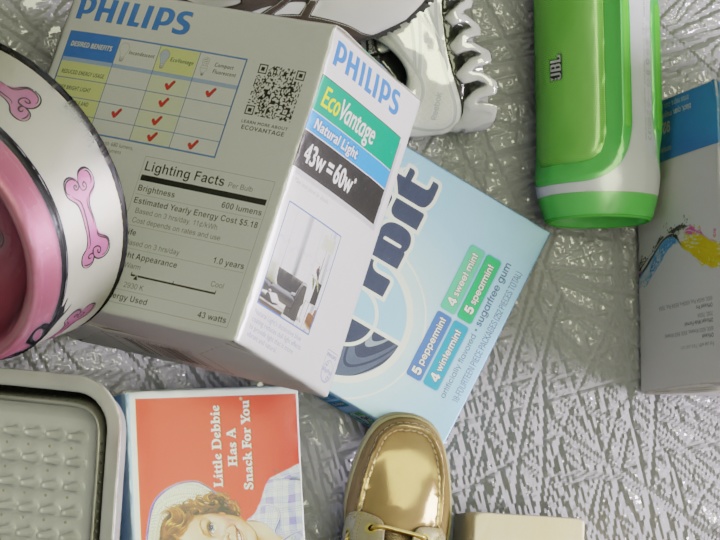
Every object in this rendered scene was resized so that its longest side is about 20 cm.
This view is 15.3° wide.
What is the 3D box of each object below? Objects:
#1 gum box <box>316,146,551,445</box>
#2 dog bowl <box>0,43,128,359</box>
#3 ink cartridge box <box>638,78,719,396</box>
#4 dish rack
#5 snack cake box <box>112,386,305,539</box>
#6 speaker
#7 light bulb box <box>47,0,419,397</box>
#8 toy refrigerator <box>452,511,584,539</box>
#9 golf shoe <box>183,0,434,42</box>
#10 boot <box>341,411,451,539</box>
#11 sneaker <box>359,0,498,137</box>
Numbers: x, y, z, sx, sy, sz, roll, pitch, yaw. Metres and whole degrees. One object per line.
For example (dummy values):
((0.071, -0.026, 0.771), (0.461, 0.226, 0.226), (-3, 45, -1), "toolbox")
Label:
((0.000, 0.000, 1.751), (0.200, 0.045, 0.170), (31, 77, -12), "gum box")
((-0.236, -0.033, 1.536), (0.200, 0.200, 0.074), (52, 40, -6), "dog bowl")
((0.277, -0.016, 1.787), (0.147, 0.145, 0.200), (2, 84, -17), "ink cartridge box")
((-0.210, 0.156, 1.565), (0.171, 0.044, 0.200), (4, 90, 24), "dish rack")
((-0.096, 0.175, 1.691), (0.115, 0.067, 0.200), (-1, 84, -16), "snack cake box")
((0.157, -0.131, 1.793), (0.088, 0.088, 0.200), (1, 84, -18), "speaker")
((-0.097, -0.050, 1.634), (0.125, 0.198, 0.200), (36, 70, -58), "light bulb box")
((0.098, 0.260, 1.744), (0.076, 0.070, 0.200), (4, 83, -10), "toy refrigerator")
((-0.048, -0.187, 1.703), (0.200, 0.094, 0.078), (-3, 82, 0), "golf shoe")
((0.020, 0.193, 1.664), (0.073, 0.155, 0.200), (12, 92, -3), "boot")
((0.031, -0.184, 1.770), (0.081, 0.075, 0.200), (-13, 88, -10), "sneaker")
